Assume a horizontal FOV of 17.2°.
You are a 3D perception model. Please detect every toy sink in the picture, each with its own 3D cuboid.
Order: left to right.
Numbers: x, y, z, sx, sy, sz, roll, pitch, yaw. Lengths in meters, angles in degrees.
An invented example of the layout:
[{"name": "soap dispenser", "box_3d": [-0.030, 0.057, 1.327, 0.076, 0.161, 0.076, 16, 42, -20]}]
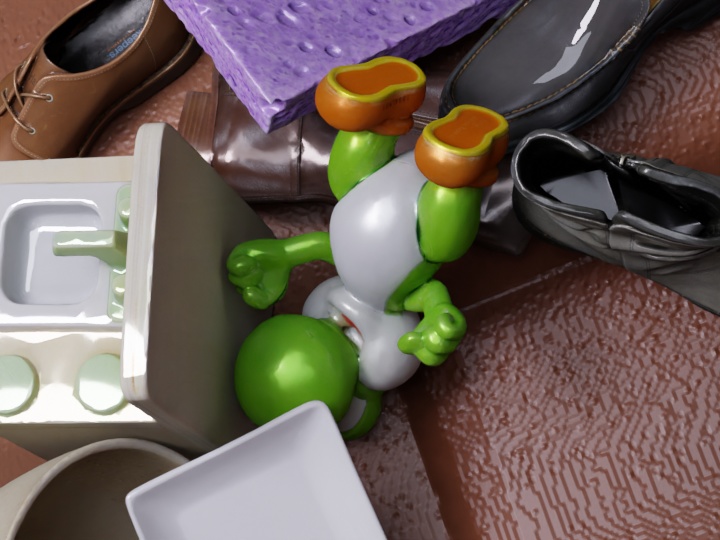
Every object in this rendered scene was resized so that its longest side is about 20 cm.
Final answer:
[{"name": "toy sink", "box_3d": [-0.121, 0.020, 1.145, 0.112, 0.200, 0.131, -1, 76, 13]}]

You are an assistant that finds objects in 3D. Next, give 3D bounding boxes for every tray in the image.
[{"name": "tray", "box_3d": [-0.027, 0.170, 1.127, 0.107, 0.022, 0.201, -26, 101, -11]}]

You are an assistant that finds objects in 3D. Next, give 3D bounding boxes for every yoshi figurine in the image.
[{"name": "yoshi figurine", "box_3d": [-0.005, 0.008, 1.127, 0.111, 0.201, 0.113, 6, 35, -14]}]

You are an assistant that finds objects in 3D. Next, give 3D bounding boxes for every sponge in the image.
[{"name": "sponge", "box_3d": [0.002, -0.153, 1.199, 0.200, 0.030, 0.112, -28, 66, -27]}]

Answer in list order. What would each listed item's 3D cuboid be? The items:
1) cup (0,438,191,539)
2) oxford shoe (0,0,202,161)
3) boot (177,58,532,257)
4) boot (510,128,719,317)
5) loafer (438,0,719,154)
[{"name": "cup", "box_3d": [-0.152, 0.189, 1.129, 0.143, 0.200, 0.201, -13, 71, 36]}, {"name": "oxford shoe", "box_3d": [-0.172, -0.086, 1.256, 0.200, 0.071, 0.071, -46, 72, 0]}, {"name": "boot", "box_3d": [0.018, -0.106, 1.222, 0.199, 0.064, 0.187, 8, 77, 12]}, {"name": "boot", "box_3d": [0.162, -0.016, 1.106, 0.199, 0.131, 0.068, 15, 90, 1]}, {"name": "loafer", "box_3d": [0.116, -0.133, 1.169, 0.200, 0.072, 0.073, -40, 65, -17]}]
